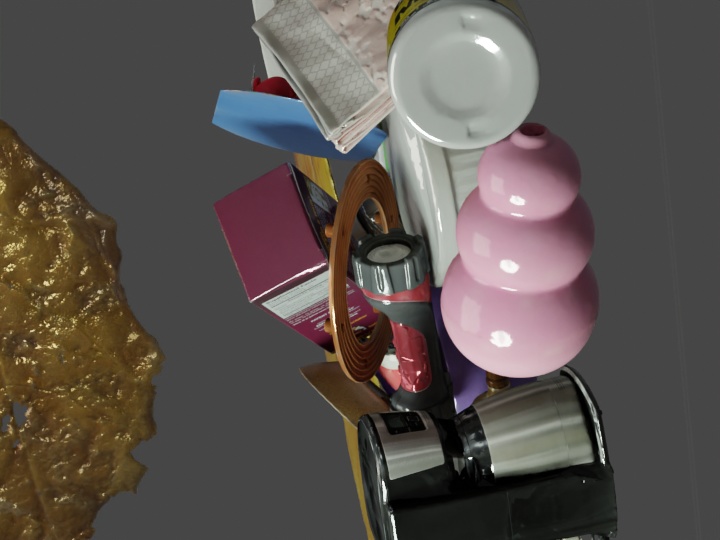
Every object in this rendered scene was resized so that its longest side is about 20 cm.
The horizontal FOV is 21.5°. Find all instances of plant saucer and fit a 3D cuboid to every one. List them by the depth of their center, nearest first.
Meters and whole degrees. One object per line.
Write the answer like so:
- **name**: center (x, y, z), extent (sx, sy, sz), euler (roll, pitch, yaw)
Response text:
- **plant saucer**: center (0.027, 0.147, 1.829), extent (0.200, 0.035, 0.200), euler (41, 180, 0)

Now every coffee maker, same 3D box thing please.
- **coffee maker**: center (0.109, 0.195, 1.605), extent (0.135, 0.199, 0.193), euler (139, 118, -82)

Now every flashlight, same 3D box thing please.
- **flashlight**: center (0.039, 0.063, 1.686), extent (0.068, 0.067, 0.201), euler (-67, -27, -56)

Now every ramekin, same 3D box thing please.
- **ramekin**: center (0.087, -0.091, 1.682), extent (0.202, 0.094, 0.203), euler (167, 90, -83)

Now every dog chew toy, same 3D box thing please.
- **dog chew toy**: center (0.125, -0.019, 1.453), extent (0.125, 0.124, 0.201), euler (-114, 21, -55)

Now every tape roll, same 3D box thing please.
- **tape roll**: center (0.108, 0.085, 1.868), extent (0.200, 0.085, 0.201), euler (167, 90, -83)

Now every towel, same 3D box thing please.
- **towel**: center (0.009, -0.223, 1.655), extent (0.032, 0.191, 0.200), euler (39, -168, -44)

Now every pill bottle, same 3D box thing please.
- **pill bottle**: center (0.076, -0.171, 1.471), extent (0.200, 0.114, 0.115), euler (-89, -11, -72)

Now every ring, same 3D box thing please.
- **ring**: center (0.000, 0.000, 1.700), extent (0.200, 0.019, 0.202), euler (3, -90, -72)

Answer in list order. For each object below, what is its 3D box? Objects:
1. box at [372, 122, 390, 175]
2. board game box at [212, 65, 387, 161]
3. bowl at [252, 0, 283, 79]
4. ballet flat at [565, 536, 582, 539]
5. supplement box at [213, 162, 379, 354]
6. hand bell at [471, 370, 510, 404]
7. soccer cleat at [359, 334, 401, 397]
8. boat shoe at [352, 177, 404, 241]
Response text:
- **box**: center (0.037, -0.220, 1.838), extent (0.177, 0.096, 0.201), euler (-112, 13, -62)
- **board game box**: center (-0.055, -0.150, 1.774), extent (0.200, 0.157, 0.039), euler (133, 151, -79)
- **bowl**: center (-0.062, -0.260, 1.866), extent (0.200, 0.074, 0.201), euler (143, 117, -83)
- **ballet flat**: center (0.184, 0.269, 1.764), extent (0.065, 0.070, 0.201), euler (-5, 102, 55)
- **supplement box**: center (-0.046, -0.008, 1.790), extent (0.200, 0.085, 0.111), euler (37, -152, -62)
- **hand bell**: center (0.124, 0.091, 1.706), extent (0.104, 0.104, 0.201), euler (-117, 18, -62)
- **soccer cleat**: center (0.037, 0.097, 1.854), extent (0.200, 0.068, 0.074), euler (-166, 61, -78)
- **boat shoe**: center (0.058, -0.052, 1.869), extent (0.200, 0.059, 0.072), euler (11, -128, -57)
